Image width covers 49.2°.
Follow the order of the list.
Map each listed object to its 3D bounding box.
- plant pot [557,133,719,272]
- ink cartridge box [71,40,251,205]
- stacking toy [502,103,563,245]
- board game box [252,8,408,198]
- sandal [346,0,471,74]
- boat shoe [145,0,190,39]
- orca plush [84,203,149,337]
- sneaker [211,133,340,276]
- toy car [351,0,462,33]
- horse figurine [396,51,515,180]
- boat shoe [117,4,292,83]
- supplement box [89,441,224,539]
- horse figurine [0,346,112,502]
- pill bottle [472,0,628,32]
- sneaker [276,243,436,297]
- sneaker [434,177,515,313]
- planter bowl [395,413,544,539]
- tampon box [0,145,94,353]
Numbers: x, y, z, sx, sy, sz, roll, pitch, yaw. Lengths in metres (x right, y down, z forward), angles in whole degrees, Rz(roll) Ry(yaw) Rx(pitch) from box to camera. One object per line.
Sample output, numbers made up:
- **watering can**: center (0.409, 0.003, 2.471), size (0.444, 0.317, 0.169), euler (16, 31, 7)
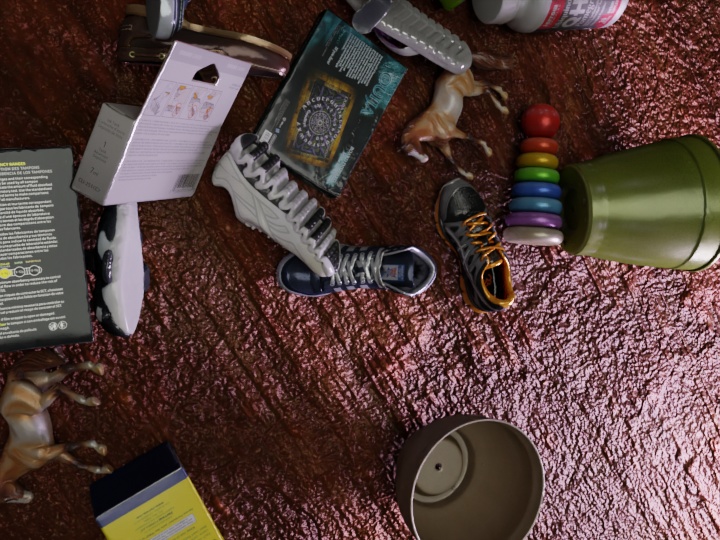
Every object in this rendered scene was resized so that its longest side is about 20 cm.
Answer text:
- **plant pot**: center (0.386, -0.092, 1.124), size (0.193, 0.200, 0.201), euler (-3, 96, -11)
- **ink cartridge box**: center (-0.204, -0.160, 0.837), size (0.045, 0.200, 0.176), euler (29, 103, 8)
- **stacking toy**: center (0.251, -0.138, 1.114), size (0.085, 0.085, 0.200), euler (5, 89, -23)
- **board game box**: center (-0.040, -0.212, 1.010), size (0.135, 0.028, 0.200), euler (31, 82, -22)
- **sandal**: center (0.052, -0.311, 1.023), size (0.203, 0.050, 0.083), euler (32, 47, -10)
- **boat shoe**: center (-0.187, -0.338, 0.880), size (0.091, 0.071, 0.200), euler (7, 63, -25)
- **orca plush**: center (-0.297, -0.024, 0.900), size (0.071, 0.105, 0.200), euler (-3, 100, 9)
- **sneaker**: center (-0.101, -0.069, 0.962), size (0.081, 0.075, 0.200), euler (-36, 95, 27)
- **toy car**: center (0.046, -0.379, 0.961), size (0.200, 0.158, 0.164), euler (-38, 99, -15)
- **horse figurine**: center (0.136, -0.220, 1.070), size (0.132, 0.050, 0.200), euler (27, 84, -22)
- **boat shoe**: center (-0.183, -0.250, 0.926), size (0.200, 0.070, 0.070), euler (10, 84, -15)
- **supplement box**: center (-0.225, 0.327, 0.940), size (0.109, 0.109, 0.200), euler (-28, 105, -18)
- **horse figurine**: center (-0.355, 0.169, 0.884), size (0.132, 0.050, 0.200), euler (0, 109, -3)
- **pill bottle**: center (0.257, -0.384, 1.074), size (0.200, 0.111, 0.111), euler (-10, 99, -21)
- **sneaker**: center (0.000, 0.000, 1.003), size (0.200, 0.108, 0.070), euler (-3, 96, -22)
- **sneaker**: center (0.166, -0.034, 1.087), size (0.078, 0.077, 0.200), euler (-26, 103, -17)
- **planter bowl**: center (0.129, 0.283, 1.070), size (0.200, 0.135, 0.200), euler (-2, 96, -22)
- **tampon box**: center (-0.361, -0.026, 0.827), size (0.126, 0.150, 0.200), euler (-6, 97, -22)
